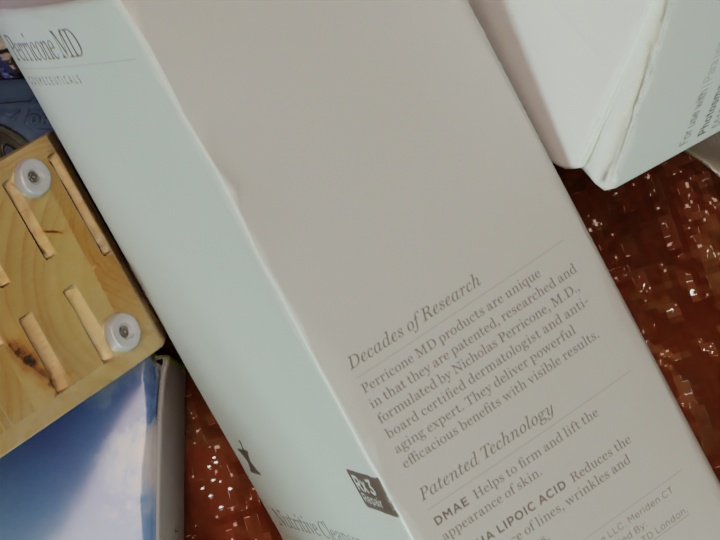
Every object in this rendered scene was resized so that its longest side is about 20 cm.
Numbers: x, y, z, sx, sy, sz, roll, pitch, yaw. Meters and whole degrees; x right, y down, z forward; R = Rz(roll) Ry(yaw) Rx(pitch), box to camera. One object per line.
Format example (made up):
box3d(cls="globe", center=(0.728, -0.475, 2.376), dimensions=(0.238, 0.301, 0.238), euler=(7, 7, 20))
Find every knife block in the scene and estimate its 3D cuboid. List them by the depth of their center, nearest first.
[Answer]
box3d(cls="knife block", center=(-0.171, 0.050, 0.770), dimensions=(0.200, 0.175, 0.064), euler=(-35, 100, -40))

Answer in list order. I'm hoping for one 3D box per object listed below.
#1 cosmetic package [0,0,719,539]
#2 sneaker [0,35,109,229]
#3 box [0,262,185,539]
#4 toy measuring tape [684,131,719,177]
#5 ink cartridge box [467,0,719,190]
box3d(cls="cosmetic package", center=(0.000, 0.000, 0.736), dimensions=(0.081, 0.113, 0.200), euler=(-34, 103, -18))
box3d(cls="sneaker", center=(-0.114, -0.061, 0.825), dimensions=(0.199, 0.075, 0.079), euler=(9, 76, 0))
box3d(cls="box", center=(-0.109, 0.100, 0.809), dimensions=(0.122, 0.048, 0.201), euler=(-1, 83, 6))
box3d(cls="toy measuring tape", center=(0.090, -0.064, 0.789), dimensions=(0.200, 0.074, 0.074), euler=(38, 89, 12))
box3d(cls="ink cartridge box", center=(0.096, -0.131, 0.739), dimensions=(0.200, 0.084, 0.146), euler=(-29, 65, -27))
